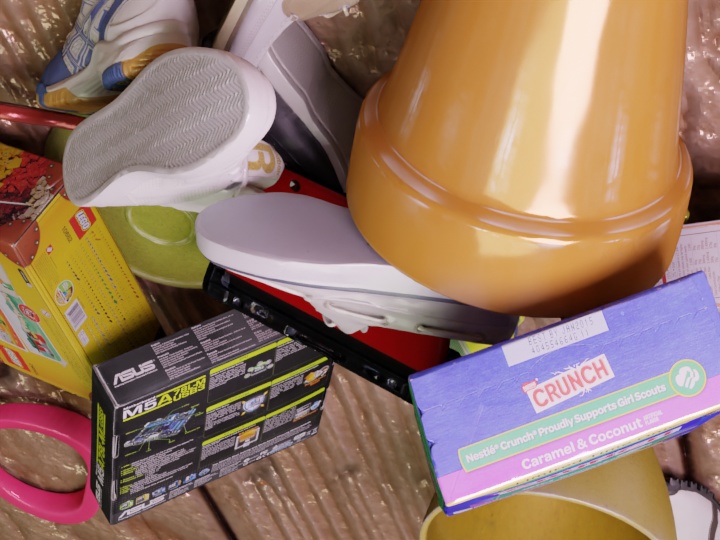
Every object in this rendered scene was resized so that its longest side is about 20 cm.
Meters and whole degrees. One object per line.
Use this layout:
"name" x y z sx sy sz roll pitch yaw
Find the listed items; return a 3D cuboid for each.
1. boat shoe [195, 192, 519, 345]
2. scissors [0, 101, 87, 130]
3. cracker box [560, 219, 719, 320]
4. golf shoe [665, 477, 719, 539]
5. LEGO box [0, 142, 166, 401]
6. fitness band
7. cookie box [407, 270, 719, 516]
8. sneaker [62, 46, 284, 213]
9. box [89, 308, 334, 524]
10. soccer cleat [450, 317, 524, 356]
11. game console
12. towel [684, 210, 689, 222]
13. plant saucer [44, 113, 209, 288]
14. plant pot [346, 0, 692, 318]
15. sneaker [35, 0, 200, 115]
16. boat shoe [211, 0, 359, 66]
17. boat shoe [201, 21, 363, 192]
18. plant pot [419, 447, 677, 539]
"boat shoe" -0.001 0.004 0.914 0.198 0.072 0.066 6 125 2
"scissors" -0.170 -0.099 1.066 0.198 0.014 0.073 8 -176 0
"cracker box" 0.239 -0.001 0.988 0.198 0.058 0.134 -7 175 28
"golf shoe" 0.275 0.255 1.324 0.077 0.095 0.201 -4 137 26
"LEGO box" -0.251 -0.001 1.171 0.148 0.077 0.201 19 148 30
"fitness band" -0.313 0.185 1.501 0.142 0.038 0.201 16 144 -5
"cookie box" 0.116 0.078 0.889 0.170 0.076 0.200 -19 168 0
"sneaker" -0.083 -0.080 0.927 0.115 0.075 0.199 3 170 -38
"box" -0.115 0.104 1.217 0.199 0.048 0.194 -22 149 -23
"soccer cleat" 0.086 0.021 1.139 0.083 0.065 0.201 -9 142 -17
"game console" 0.000 0.000 1.054 0.199 0.120 0.172 27 -167 26
"towel" 0.102 -0.055 0.977 0.198 0.086 0.018 6 116 -4
"plant saucer" -0.144 -0.046 1.147 0.198 0.031 0.201 11 142 8
"plant pot" 0.100 -0.108 0.865 0.198 0.201 0.185 12 128 4
"sneaker" -0.152 -0.150 0.997 0.075 0.089 0.199 1 175 -32
"boat shoe" -0.027 -0.175 0.883 0.068 0.075 0.200 25 129 -13
"boat shoe" -0.031 -0.086 1.020 0.060 0.074 0.200 -14 131 34
"plant pot" 0.156 0.167 1.214 0.198 0.143 0.201 10 143 7
